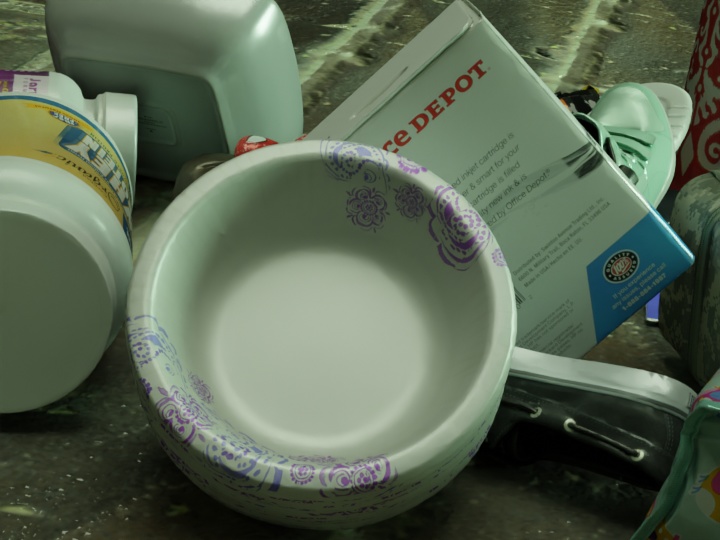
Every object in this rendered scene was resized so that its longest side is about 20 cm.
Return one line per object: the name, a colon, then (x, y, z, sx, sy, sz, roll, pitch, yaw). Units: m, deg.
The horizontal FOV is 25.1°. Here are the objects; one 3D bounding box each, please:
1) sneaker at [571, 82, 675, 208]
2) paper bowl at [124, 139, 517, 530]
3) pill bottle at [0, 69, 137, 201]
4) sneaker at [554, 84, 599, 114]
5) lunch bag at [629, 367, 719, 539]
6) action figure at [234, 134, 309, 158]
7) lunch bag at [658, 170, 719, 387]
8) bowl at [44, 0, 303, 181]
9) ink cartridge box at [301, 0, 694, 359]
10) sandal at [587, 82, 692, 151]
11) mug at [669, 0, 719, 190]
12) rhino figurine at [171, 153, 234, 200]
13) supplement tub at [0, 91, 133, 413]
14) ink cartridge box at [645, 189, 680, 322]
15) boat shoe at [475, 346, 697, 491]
sneaker: (0.185, -0.091, 1.179, 0.074, 0.118, 0.201, 3, 51, 19)
paper bowl: (-0.021, 0.039, 0.861, 0.200, 0.104, 0.201, 0, 64, -1)
pill bottle: (-0.266, -0.093, 1.192, 0.200, 0.112, 0.112, 1, 22, -10)
sneaker: (0.163, -0.118, 1.361, 0.200, 0.090, 0.070, 19, -13, 20)
lunch bag: (0.249, 0.122, 0.776, 0.200, 0.122, 0.170, 26, 20, 18)
action figure: (0.019, -0.067, 1.031, 0.200, 0.065, 0.052, 2, 66, -8)
lunch bag: (0.299, 0.023, 1.003, 0.200, 0.140, 0.168, -1, 22, -13)
bowl: (-0.150, -0.139, 1.264, 0.200, 0.200, 0.075, 11, 54, 13)
ink cartridge box: (0.076, -0.039, 0.967, 0.200, 0.146, 0.086, 46, 10, -16)
sandal: (0.198, -0.072, 1.273, 0.082, 0.050, 0.203, 18, 55, 26)
mug: (0.342, -0.150, 1.336, 0.133, 0.200, 0.178, 1, 15, -22)
rhino figurine: (-0.069, -0.036, 1.169, 0.087, 0.060, 0.200, -15, 31, -26)
supplement tub: (-0.208, -0.014, 0.967, 0.144, 0.145, 0.200, 2, 22, -9)
ink cartridge box: (0.309, -0.004, 1.204, 0.198, 0.043, 0.200, 8, 23, 5)
boat shoe: (0.091, 0.081, 0.910, 0.200, 0.069, 0.057, 5, 58, 32)
